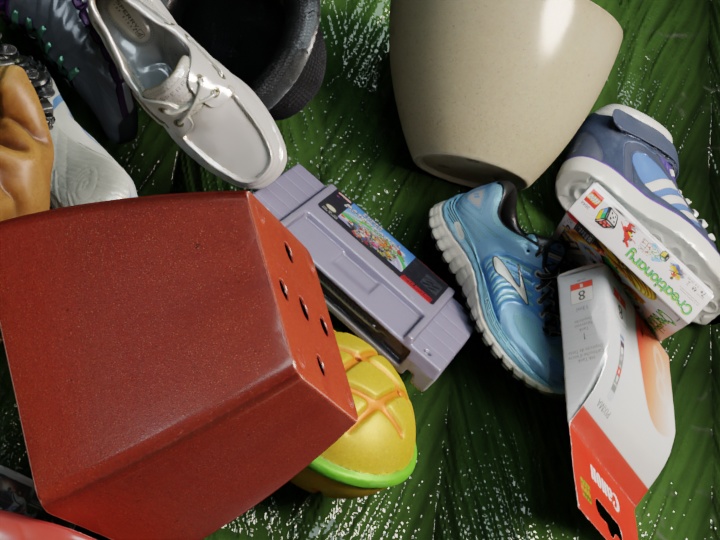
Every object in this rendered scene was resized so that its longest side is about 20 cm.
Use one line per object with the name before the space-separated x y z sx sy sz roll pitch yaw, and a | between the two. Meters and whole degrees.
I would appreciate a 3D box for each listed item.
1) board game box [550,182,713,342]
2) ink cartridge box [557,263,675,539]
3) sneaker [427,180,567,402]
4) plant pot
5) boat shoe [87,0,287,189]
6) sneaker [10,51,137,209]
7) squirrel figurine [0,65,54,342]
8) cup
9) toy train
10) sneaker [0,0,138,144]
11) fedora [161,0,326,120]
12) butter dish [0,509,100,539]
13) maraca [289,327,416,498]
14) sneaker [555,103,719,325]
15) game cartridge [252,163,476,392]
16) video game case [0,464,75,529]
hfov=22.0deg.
board game box | 0.213 -0.001 1.490 0.126 0.200 0.035 44 85 6
ink cartridge box | 0.205 0.118 1.436 0.162 0.050 0.201 49 31 -49
sneaker | 0.131 0.013 1.485 0.201 0.090 0.078 62 15 18
plant pot | -0.114 0.055 1.238 0.175 0.200 0.201 -22 67 10
boat shoe | -0.137 -0.138 1.391 0.200 0.071 0.069 46 9 -1
sneaker | -0.237 -0.090 1.412 0.072 0.073 0.200 -30 62 -19
squirrel figurine | -0.289 -0.020 1.266 0.201 0.141 0.187 68 19 -9
cup | 0.107 -0.150 1.549 0.199 0.200 0.144 17 80 -15
toy train | -0.285 -0.157 1.396 0.046 0.034 0.200 -16 41 -30
sneaker | -0.241 -0.186 1.455 0.087 0.074 0.201 -20 87 -16
fedora | -0.091 -0.187 1.506 0.091 0.199 0.202 33 41 -50
butter dish | -0.217 0.221 1.132 0.198 0.148 0.201 18 55 -15
maraca | -0.031 0.090 1.368 0.136 0.107 0.200 12 31 -37
sneaker | 0.268 -0.062 1.622 0.200 0.081 0.147 41 45 -4
game cartridge | 0.000 0.000 1.450 0.200 0.038 0.130 41 28 3
video game case | -0.305 0.190 1.219 0.199 0.023 0.183 26 53 -8
